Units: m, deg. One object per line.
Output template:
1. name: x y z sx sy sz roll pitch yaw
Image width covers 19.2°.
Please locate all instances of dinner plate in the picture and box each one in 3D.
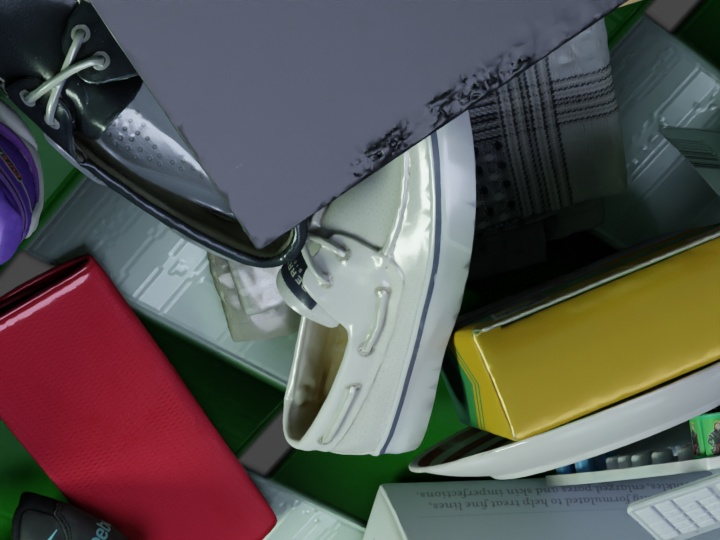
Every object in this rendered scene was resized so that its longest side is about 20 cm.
1. dinner plate: 0.117 0.060 0.959 0.199 0.200 0.024 -21 90 -6

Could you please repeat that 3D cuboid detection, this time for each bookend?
1. bookend: -0.014 -0.150 0.741 0.198 0.092 0.200 -34 112 0

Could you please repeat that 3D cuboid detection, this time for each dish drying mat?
1. dish drying mat: -0.110 0.076 0.980 0.077 0.018 0.200 -29 130 2

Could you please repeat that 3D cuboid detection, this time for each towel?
1. towel: 0.018 -0.065 0.913 0.192 0.035 0.201 -19 130 -8

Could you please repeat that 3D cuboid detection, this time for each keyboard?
1. keyboard: 0.212 0.076 0.895 0.199 0.011 0.056 -22 156 16

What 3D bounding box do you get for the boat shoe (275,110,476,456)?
1. boat shoe: 0.000 0.000 0.900 0.069 0.071 0.201 -4 132 -18

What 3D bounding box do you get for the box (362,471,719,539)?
1. box: 0.112 0.214 1.054 0.198 0.200 0.131 0 127 -21

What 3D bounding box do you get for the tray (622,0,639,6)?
1. tray: 0.048 -0.187 0.810 0.098 0.037 0.201 -17 120 -5

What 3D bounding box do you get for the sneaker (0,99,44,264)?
1. sneaker: -0.211 -0.055 0.785 0.199 0.084 0.081 17 112 -15

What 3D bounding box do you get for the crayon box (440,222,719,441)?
1. crayon box: 0.104 0.025 0.917 0.125 0.200 0.052 -22 89 -4

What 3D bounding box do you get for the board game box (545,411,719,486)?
1. board game box: 0.213 0.073 1.016 0.199 0.200 0.026 -7 84 -17

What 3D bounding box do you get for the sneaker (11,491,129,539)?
1. sneaker: -0.179 0.182 1.012 0.079 0.075 0.200 38 110 -13

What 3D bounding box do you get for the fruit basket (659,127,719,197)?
1. fruit basket: 0.251 -0.014 0.935 0.184 0.200 0.094 -4 127 -19

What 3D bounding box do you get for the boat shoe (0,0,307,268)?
1. boat shoe: -0.094 -0.073 0.826 0.199 0.060 0.076 31 121 -23
